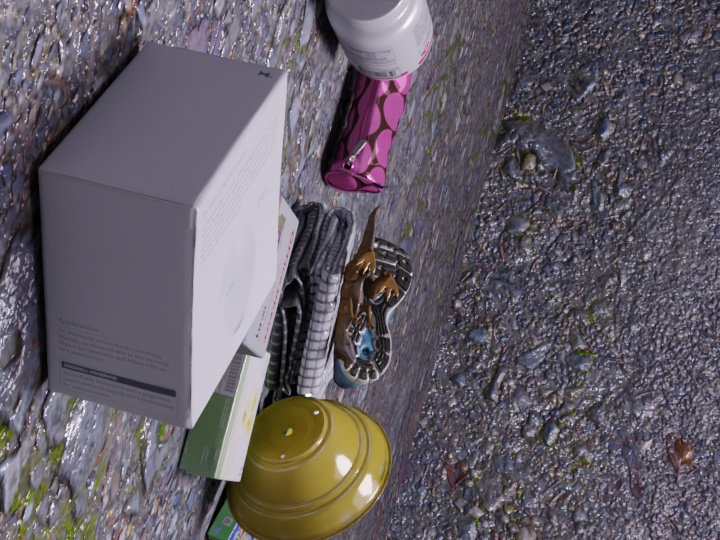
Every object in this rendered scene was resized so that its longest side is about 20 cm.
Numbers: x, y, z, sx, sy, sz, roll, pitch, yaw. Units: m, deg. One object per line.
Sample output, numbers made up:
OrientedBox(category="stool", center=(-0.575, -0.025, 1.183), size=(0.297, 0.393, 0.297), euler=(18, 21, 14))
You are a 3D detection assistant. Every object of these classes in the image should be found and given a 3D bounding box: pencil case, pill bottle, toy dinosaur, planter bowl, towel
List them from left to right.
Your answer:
OrientedBox(category="planter bowl", center=(-0.071, 0.204, 1.703), size=(0.084, 0.199, 0.201), euler=(67, 34, -43))
OrientedBox(category="towel", center=(-0.065, 0.032, 1.753), size=(0.200, 0.085, 0.167), euler=(-74, 174, -63))
OrientedBox(category="toy dinosaur", center=(0.000, 0.000, 1.676), size=(0.106, 0.060, 0.202), euler=(-16, -125, 63))
OrientedBox(category="pencil case", center=(0.015, -0.198, 1.928), size=(0.094, 0.090, 0.202), euler=(40, 60, -64))
OrientedBox(category="pill bottle", center=(0.020, -0.299, 1.732), size=(0.200, 0.112, 0.114), euler=(51, 53, -78))

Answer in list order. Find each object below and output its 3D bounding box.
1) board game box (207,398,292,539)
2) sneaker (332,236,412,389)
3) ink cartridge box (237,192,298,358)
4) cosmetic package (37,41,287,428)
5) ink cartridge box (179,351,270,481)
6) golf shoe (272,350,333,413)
OrientedBox(category="board game box", center=(-0.123, 0.273, 1.837), size=(0.135, 0.029, 0.201), euler=(90, 25, -55))
OrientedBox(category="sneaker", center=(0.000, 0.050, 1.789), size=(0.090, 0.078, 0.201), euler=(-46, -157, 57))
OrientedBox(category="ink cartridge box", center=(-0.125, -0.012, 1.377), size=(0.200, 0.084, 0.146), euler=(62, 42, -77))
OrientedBox(category="cosmetic package", center=(-0.144, -0.031, 1.131), size=(0.200, 0.122, 0.201), euler=(-64, 165, -52))
OrientedBox(category="ink cartridge box", center=(-0.135, 0.155, 1.648), size=(0.200, 0.048, 0.147), euler=(44, 59, -76))
OrientedBox(category="golf shoe", center=(-0.062, 0.110, 1.932), size=(0.097, 0.078, 0.201), euler=(68, 35, -63))
